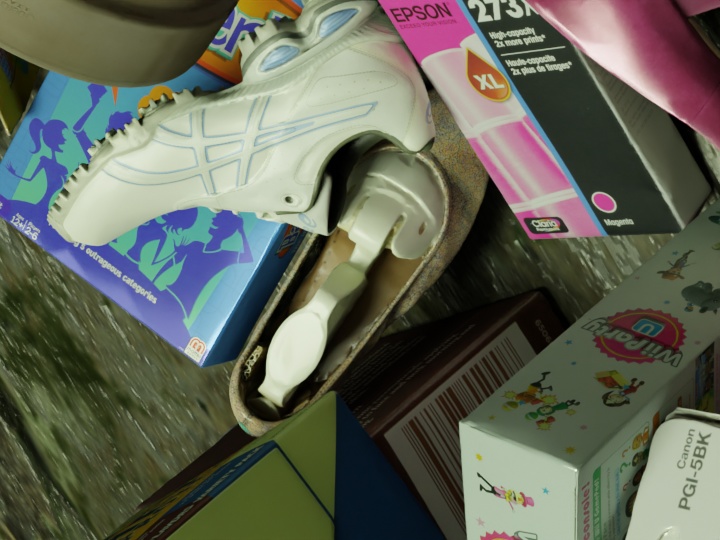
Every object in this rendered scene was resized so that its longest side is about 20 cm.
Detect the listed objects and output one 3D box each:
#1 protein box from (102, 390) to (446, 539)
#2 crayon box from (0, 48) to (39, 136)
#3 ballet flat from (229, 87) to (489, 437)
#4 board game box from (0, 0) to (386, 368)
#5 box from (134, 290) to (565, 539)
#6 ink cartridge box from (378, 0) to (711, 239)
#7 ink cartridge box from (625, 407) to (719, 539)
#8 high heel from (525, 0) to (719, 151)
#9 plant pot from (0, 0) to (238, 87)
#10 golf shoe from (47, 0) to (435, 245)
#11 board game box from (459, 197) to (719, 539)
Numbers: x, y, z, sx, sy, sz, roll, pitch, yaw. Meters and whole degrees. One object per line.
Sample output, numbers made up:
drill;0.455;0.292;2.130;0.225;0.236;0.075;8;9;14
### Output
protein box;-0.043;0.197;1.133;0.199;0.135;0.200;53;142;-2
crayon box;-0.211;-0.155;1.265;0.051;0.200;0.128;-16;113;7
ballet flat;0.000;0.000;1.173;0.068;0.067;0.201;31;97;10
board game box;-0.081;-0.077;1.204;0.152;0.045;0.201;35;106;16
box;0.026;0.136;1.260;0.200;0.166;0.165;-20;105;52
ink cartridge box;0.074;-0.097;1.090;0.094;0.037;0.200;-1;131;45
ink cartridge box;0.194;0.158;1.037;0.083;0.148;0.200;10;170;41
high heel;0.143;-0.049;1.024;0.067;0.095;0.201;-96;-14;-79
plant pot;-0.106;-0.210;1.053;0.200;0.200;0.174;46;122;8
golf shoe;-0.056;-0.048;1.135;0.200;0.078;0.098;-31;89;22
board game box;0.130;0.080;1.075;0.064;0.200;0.148;21;133;33
